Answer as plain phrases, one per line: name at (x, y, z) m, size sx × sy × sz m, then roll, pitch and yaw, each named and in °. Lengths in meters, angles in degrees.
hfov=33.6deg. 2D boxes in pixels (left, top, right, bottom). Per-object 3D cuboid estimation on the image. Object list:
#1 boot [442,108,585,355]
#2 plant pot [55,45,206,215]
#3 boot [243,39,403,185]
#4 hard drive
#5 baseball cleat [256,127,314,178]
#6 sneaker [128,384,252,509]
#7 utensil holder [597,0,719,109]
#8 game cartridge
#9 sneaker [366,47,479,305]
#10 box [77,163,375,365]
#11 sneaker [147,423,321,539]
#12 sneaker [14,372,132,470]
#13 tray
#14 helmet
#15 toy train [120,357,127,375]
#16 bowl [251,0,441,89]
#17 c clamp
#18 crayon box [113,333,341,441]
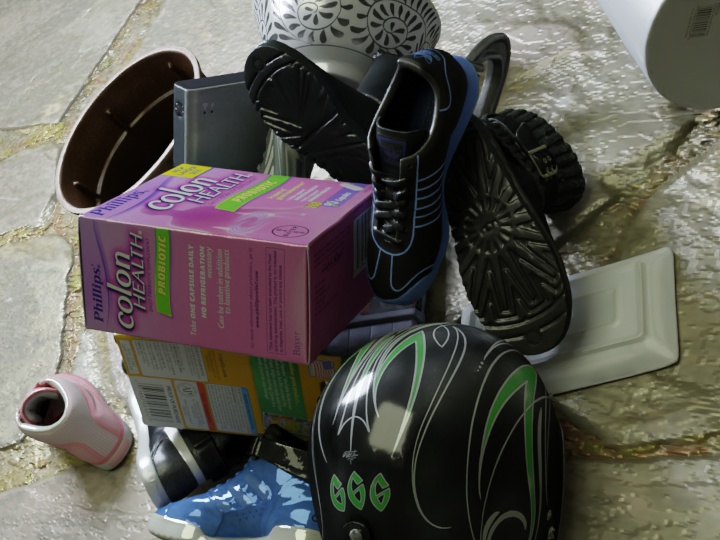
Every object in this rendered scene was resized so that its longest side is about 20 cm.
boot at (0.137, -0.040, 0.979) m, size 0.079 × 0.157 × 0.214 m, roll -25°, pitch 80°, yaw 30°
plant pot at (-0.179, -0.093, 1.251) m, size 0.198 × 0.198 × 0.202 m, roll -23°, pitch 46°, yaw 27°
boot at (0.001, -0.156, 1.089) m, size 0.073 × 0.198 × 0.163 m, roll -42°, pitch 8°, yaw 41°
hard drive at (-0.118, -0.089, 1.157) m, size 0.033 × 0.138 × 0.203 m, roll 28°, pitch 123°, yaw 41°
baseball cleat at (-0.089, -0.076, 1.115) m, size 0.105 × 0.070 × 0.203 m, roll -6°, pitch 74°, yaw 23°
sneaker at (-0.160, 0.148, 1.161) m, size 0.111 × 0.074 × 0.200 m, roll -24°, pitch 29°, yaw -3°
utensil holder at (0.272, -0.256, 0.983) m, size 0.169 × 0.170 × 0.201 m, roll -34°, pitch 45°, yaw 18°
game cartridge at (0.000, 0.000, 1.117) m, size 0.128 × 0.038 × 0.202 m, roll -12°, pitch 52°, yaw 21°
sneaker at (0.031, -0.068, 0.905) m, size 0.069 × 0.078 × 0.203 m, roll 20°, pitch 105°, yaw 32°
box at (-0.099, -0.013, 0.980) m, size 0.197 × 0.098 × 0.176 m, roll 7°, pitch 20°, yaw 19°
sneaker at (-0.094, 0.193, 1.042) m, size 0.198 × 0.077 × 0.113 m, roll -5°, pitch 63°, yaw 36°
sneaker at (-0.331, 0.143, 1.285) m, size 0.199 × 0.104 × 0.076 m, roll 21°, pitch 77°, yaw 50°
tray at (0.159, 0.047, 0.965) m, size 0.198 × 0.022 × 0.109 m, roll -18°, pitch 48°, yaw 33°
helmet at (0.055, 0.133, 0.880) m, size 0.198 × 0.199 × 0.194 m, roll -10°, pitch 71°, yaw 38°
toy train at (-0.146, 0.067, 1.108) m, size 0.198 × 0.056 × 0.042 m, roll -22°, pitch 69°, yaw 32°
bowl at (-0.021, -0.216, 1.206) m, size 0.199 × 0.200 × 0.095 m, roll -10°, pitch 61°, yaw 37°
c clamp at (0.084, -0.112, 1.044) m, size 0.027 × 0.170 × 0.203 m, roll 23°, pitch 103°, yaw 22°
crayon box at (-0.103, 0.088, 1.043) m, size 0.197 × 0.127 × 0.052 m, roll 5°, pitch 46°, yaw 11°
